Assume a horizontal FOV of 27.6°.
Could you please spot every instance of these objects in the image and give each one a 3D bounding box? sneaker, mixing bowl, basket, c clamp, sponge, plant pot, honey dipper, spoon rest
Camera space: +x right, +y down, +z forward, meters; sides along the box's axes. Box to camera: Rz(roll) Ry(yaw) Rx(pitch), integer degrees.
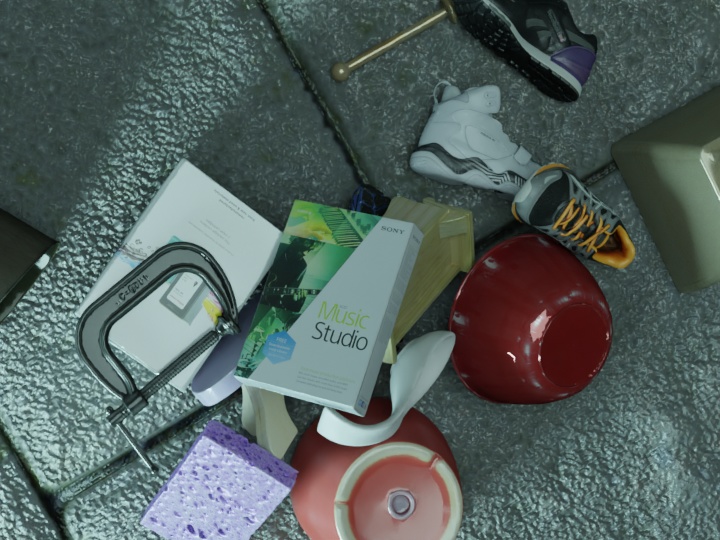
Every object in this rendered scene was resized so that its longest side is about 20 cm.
[{"bbox_3d":[0.161,-0.146,1.681,0.197,0.075,0.117,14,88,-10],"label":"sneaker"},{"bbox_3d":[0.208,0.069,1.638,0.198,0.108,0.203,-8,107,-28],"label":"mixing bowl"},{"bbox_3d":[0.191,-0.286,1.681,0.199,0.075,0.088,37,74,-26],"label":"sneaker"},{"bbox_3d":[-0.457,-0.024,1.572,0.199,0.136,0.181,39,82,-3],"label":"basket"},{"bbox_3d":[-0.202,0.079,1.517,0.200,0.027,0.171,-45,92,-3],"label":"c clamp"},{"bbox_3d":[-0.156,0.248,1.599,0.111,0.200,0.030,32,44,-6],"label":"sponge"},{"bbox_3d":[0.028,0.246,1.618,0.197,0.177,0.204,0,91,-9],"label":"plant pot"},{"bbox_3d":[0.000,0.000,1.662,0.075,0.078,0.203,17,69,-45],"label":"sneaker"},{"bbox_3d":[0.435,-0.102,1.669,0.198,0.177,0.202,-28,95,-6],"label":"plant pot"},{"bbox_3d":[0.053,-0.272,1.687,0.198,0.038,0.038,-30,95,-2],"label":"honey dipper"},{"bbox_3d":[0.041,0.131,1.571,0.060,0.100,0.199,39,47,21],"label":"spoon rest"},{"bbox_3d":[0.244,-0.058,1.642,0.199,0.077,0.079,20,112,-46],"label":"sneaker"}]

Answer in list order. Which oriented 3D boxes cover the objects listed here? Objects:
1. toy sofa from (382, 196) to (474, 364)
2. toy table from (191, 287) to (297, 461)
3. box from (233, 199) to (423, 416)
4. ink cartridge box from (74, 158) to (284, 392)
[{"bbox_3d":[0.040,0.006,1.599,0.096,0.200,0.084,14,130,28],"label":"toy sofa"},{"bbox_3d":[-0.090,0.107,1.610,0.117,0.183,0.201,50,52,-15],"label":"toy table"},{"bbox_3d":[-0.032,0.035,1.494,0.143,0.036,0.202,11,73,25],"label":"box"},{"bbox_3d":[-0.195,0.004,1.599,0.145,0.147,0.201,36,87,-8],"label":"ink cartridge box"}]
